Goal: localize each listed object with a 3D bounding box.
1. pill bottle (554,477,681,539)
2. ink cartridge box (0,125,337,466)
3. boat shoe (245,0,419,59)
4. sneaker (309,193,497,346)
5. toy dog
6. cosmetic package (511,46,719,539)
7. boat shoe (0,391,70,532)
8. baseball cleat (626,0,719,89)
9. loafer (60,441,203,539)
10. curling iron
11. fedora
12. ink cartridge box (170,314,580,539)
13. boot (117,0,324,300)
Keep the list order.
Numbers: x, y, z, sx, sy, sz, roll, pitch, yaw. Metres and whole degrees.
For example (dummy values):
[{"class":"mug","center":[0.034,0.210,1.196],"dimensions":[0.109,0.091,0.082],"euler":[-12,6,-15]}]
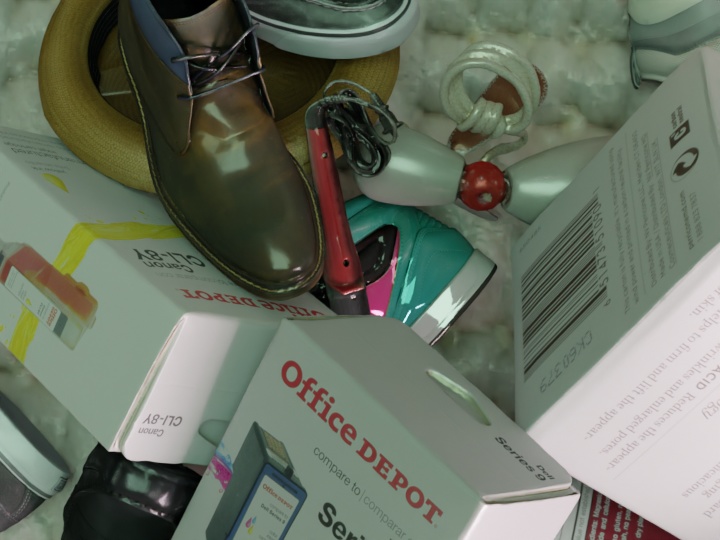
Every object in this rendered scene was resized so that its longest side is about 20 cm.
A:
[{"class":"pill bottle","center":[0.113,0.161,0.994],"dimensions":[0.199,0.113,0.113],"euler":[12,87,5]},{"class":"ink cartridge box","center":[-0.118,0.012,0.955],"dimensions":[0.200,0.145,0.084],"euler":[39,107,35]},{"class":"boat shoe","center":[-0.059,-0.180,0.975],"dimensions":[0.199,0.068,0.074],"euler":[31,67,16]},{"class":"sneaker","center":[-0.032,0.030,1.023],"dimensions":[0.121,0.084,0.200],"euler":[44,82,0]},{"class":"toy dog","center":[0.103,-0.062,1.015],"dimensions":[0.200,0.096,0.132],"euler":[28,124,-17]},{"class":"cosmetic package","center":[0.201,0.032,0.914],"dimensions":[0.200,0.165,0.165],"euler":[30,123,-18]},{"class":"boat shoe","center":[-0.256,0.069,1.049],"dimensions":[0.066,0.070,0.200],"euler":[-44,93,-1]},{"class":"baseball cleat","center":[0.252,-0.130,1.033],"dimensions":[0.199,0.070,0.107],"euler":[-1,93,13]},{"class":"loafer","center":[-0.123,0.134,0.966],"dimensions":[0.068,0.201,0.071],"euler":[27,72,-4]},{"class":"curling iron","center":[0.000,0.000,0.962],"dimensions":[0.049,0.026,0.201],"euler":[0,103,12]},{"class":"fedora","center":[-0.078,-0.107,1.024],"dimensions":[0.200,0.082,0.201],"euler":[0,62,1]},{"class":"ink cartridge box","center":[-0.009,0.141,0.875],"dimensions":[0.145,0.087,0.200],"euler":[41,113,31]},{"class":"boot","center":[-0.077,-0.082,0.907],"dimensions":[0.074,0.097,0.200],"euler":[-24,62,-11]}]
